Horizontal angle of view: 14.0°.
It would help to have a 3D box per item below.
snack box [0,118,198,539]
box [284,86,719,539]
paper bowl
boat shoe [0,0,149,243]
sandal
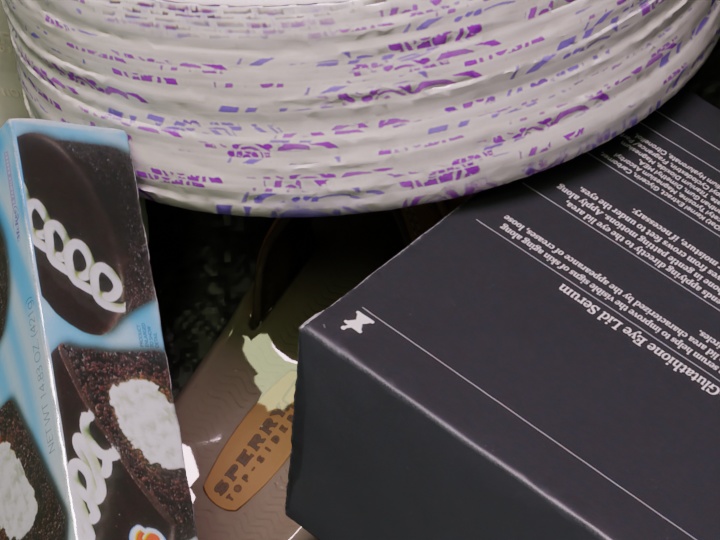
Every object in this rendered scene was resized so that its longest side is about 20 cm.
[{"bbox_3d":[-0.082,0.078,0.734,0.037,0.116,0.201,3,63,-31],"label":"snack box"},{"bbox_3d":[0.100,0.054,0.726,0.200,0.079,0.141,35,50,25],"label":"box"},{"bbox_3d":[-0.002,-0.108,0.787,0.199,0.105,0.201,-8,30,5],"label":"paper bowl"},{"bbox_3d":[-0.113,-0.070,0.868,0.061,0.071,0.202,-37,53,41],"label":"boat shoe"},{"bbox_3d":[0.000,0.000,0.816,0.080,0.054,0.200,29,77,24],"label":"sandal"}]
